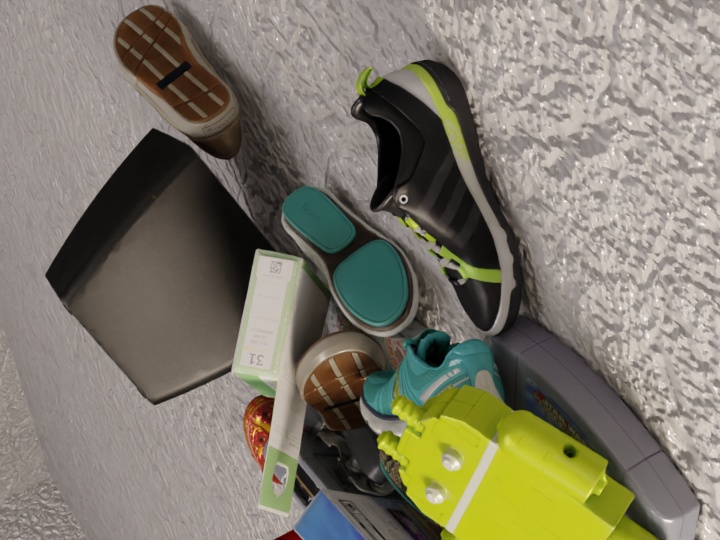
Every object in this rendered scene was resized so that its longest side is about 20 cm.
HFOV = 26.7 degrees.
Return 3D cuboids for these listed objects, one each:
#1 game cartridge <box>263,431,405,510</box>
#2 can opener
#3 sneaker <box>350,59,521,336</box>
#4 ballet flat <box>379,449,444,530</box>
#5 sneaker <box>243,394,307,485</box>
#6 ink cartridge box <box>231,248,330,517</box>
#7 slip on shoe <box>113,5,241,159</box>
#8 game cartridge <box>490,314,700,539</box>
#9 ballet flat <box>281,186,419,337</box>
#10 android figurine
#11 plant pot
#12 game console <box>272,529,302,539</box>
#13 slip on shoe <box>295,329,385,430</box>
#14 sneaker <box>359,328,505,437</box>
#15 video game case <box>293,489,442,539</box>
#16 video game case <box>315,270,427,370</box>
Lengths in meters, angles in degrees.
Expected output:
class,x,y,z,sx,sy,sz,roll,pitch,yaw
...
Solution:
class,x,y,z,sx,sy,sz,roll,pitch,yaw
game cartridge,0.009,0.226,1.386,0.200,0.133,0.041,47,111,30
can opener,-0.023,0.130,1.411,0.200,0.052,0.067,50,122,37
sneaker,0.044,-0.044,1.034,0.072,0.082,0.202,-4,107,68
ballet flat,0.098,0.196,1.219,0.200,0.068,0.076,50,131,19
sneaker,-0.067,0.174,1.500,0.077,0.073,0.200,45,176,40
ink cartridge box,-0.073,0.097,1.265,0.146,0.047,0.202,58,-137,-76
slip on shoe,-0.170,-0.179,1.441,0.200,0.076,0.061,45,168,38
game cartridge,0.152,0.127,1.037,0.200,0.041,0.134,49,158,39
ballet flat,0.000,0.000,1.249,0.200,0.069,0.070,48,154,46
android figurine,0.099,0.150,0.987,0.199,0.041,0.183,34,144,10
plant pot,-0.180,0.008,1.420,0.200,0.177,0.200,51,172,-19
game console,0.010,0.326,1.411,0.200,0.118,0.173,47,172,30
slip on shoe,-0.015,0.078,1.262,0.200,0.075,0.061,69,-172,-69
sneaker,0.056,0.083,1.116,0.200,0.077,0.081,174,89,-68
video game case,0.063,0.263,1.214,0.200,0.046,0.181,44,-168,31
video game case,0.029,0.112,1.344,0.182,0.023,0.202,32,141,57
